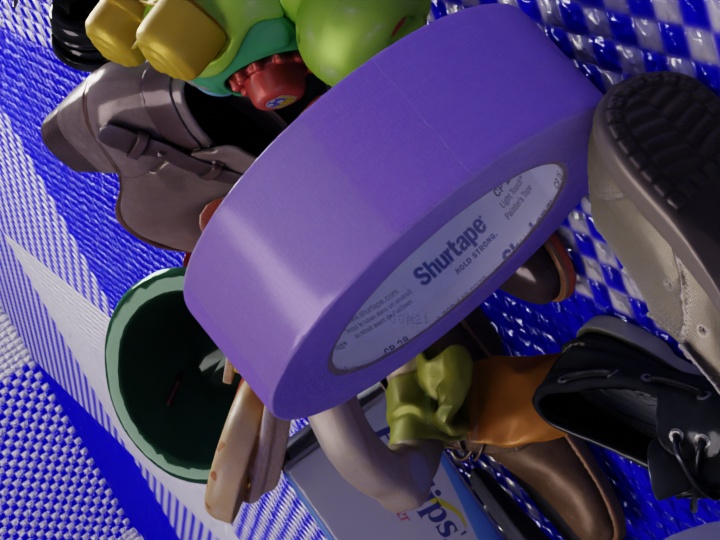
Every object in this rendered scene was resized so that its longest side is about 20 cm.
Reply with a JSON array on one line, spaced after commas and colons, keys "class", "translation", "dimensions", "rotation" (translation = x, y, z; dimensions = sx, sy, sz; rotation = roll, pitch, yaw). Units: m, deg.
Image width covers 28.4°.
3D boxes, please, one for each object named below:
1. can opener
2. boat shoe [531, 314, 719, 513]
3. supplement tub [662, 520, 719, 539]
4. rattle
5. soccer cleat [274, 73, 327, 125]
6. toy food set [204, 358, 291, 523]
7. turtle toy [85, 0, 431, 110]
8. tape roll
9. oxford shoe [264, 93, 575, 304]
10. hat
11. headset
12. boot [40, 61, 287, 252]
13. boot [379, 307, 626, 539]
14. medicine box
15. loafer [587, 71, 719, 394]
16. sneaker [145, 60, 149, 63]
[{"class": "can opener", "translation": [0.139, 0.188, 0.907], "dimensions": [0.200, 0.063, 0.079], "rotation": [42, 158, 33]}, {"class": "boat shoe", "translation": [0.156, 0.081, 0.684], "dimensions": [0.199, 0.066, 0.075], "rotation": [32, 150, 49]}, {"class": "supplement tub", "translation": [0.205, 0.240, 0.711], "dimensions": [0.200, 0.144, 0.144], "rotation": [59, 161, -12]}, {"class": "rattle", "translation": [0.021, 0.029, 0.764], "dimensions": [0.143, 0.130, 0.200], "rotation": [-9, 120, 41]}, {"class": "soccer cleat", "translation": [-0.082, -0.142, 0.856], "dimensions": [0.200, 0.081, 0.067], "rotation": [58, 161, -17]}, {"class": "toy food set", "translation": [-0.070, 0.066, 0.980], "dimensions": [0.198, 0.048, 0.201], "rotation": [-118, 36, -82]}, {"class": "turtle toy", "translation": [-0.041, -0.139, 0.712], "dimensions": [0.101, 0.146, 0.200], "rotation": [41, 171, -32]}, {"class": "tape roll", "translation": [0.020, -0.022, 0.631], "dimensions": [0.066, 0.200, 0.200], "rotation": [50, 160, 15]}, {"class": "oxford shoe", "translation": [0.027, -0.025, 0.788], "dimensions": [0.200, 0.073, 0.071], "rotation": [30, 148, 31]}, {"class": "hat", "translation": [-0.102, 0.055, 1.186], "dimensions": [0.165, 0.176, 0.201], "rotation": [0, 101, 22]}, {"class": "headset", "translation": [-0.205, -0.220, 1.081], "dimensions": [0.200, 0.094, 0.124], "rotation": [15, 135, 40]}, {"class": "boot", "translation": [-0.098, -0.066, 0.889], "dimensions": [0.146, 0.070, 0.200], "rotation": [-7, 156, 40]}, {"class": "boot", "translation": [0.082, 0.101, 0.885], "dimensions": [0.200, 0.075, 0.074], "rotation": [49, 159, 13]}, {"class": "medicine box", "translation": [0.029, 0.182, 1.047], "dimensions": [0.182, 0.103, 0.200], "rotation": [55, 175, 0]}, {"class": "loafer", "translation": [0.158, 0.012, 0.565], "dimensions": [0.200, 0.076, 0.068], "rotation": [60, 164, 16]}, {"class": "sneaker", "translation": [-0.111, -0.144, 0.934], "dimensions": [0.085, 0.078, 0.200], "rotation": [27, 148, 46]}]
